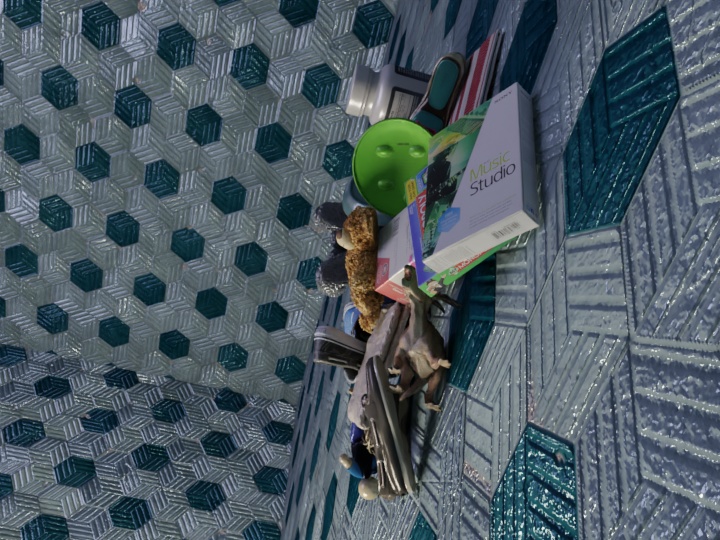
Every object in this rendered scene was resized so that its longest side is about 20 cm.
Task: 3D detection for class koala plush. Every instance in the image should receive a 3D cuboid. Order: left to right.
[{"bbox_3d":[0.012,-0.025,1.274,0.200,0.179,0.182,69,-162,-73],"label":"koala plush"}]

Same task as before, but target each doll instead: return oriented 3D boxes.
[{"bbox_3d":[0.008,0.305,1.155,0.135,0.048,0.205,-17,-73,-56],"label":"doll"}]

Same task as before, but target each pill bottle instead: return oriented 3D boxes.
[{"bbox_3d":[0.076,-0.318,1.235,0.120,0.195,0.123,-167,90,-83],"label":"pill bottle"}]

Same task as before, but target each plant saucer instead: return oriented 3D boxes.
[{"bbox_3d":[0.056,-0.156,1.178,0.203,0.195,0.028,-85,-21,-46],"label":"plant saucer"}]

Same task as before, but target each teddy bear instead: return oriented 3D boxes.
[{"bbox_3d":[0.000,0.000,1.049,0.147,0.065,0.203,-83,-12,-46],"label":"teddy bear"}]

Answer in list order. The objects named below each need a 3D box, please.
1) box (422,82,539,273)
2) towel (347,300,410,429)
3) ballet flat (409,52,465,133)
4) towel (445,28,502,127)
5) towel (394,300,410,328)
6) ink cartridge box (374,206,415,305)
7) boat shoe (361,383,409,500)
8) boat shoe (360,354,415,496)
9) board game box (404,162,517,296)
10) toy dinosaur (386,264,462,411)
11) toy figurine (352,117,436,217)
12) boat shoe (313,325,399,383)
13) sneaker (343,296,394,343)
[{"bbox_3d":[0.139,-0.111,0.776,0.143,0.036,0.204,-28,41,39],"label":"box"},{"bbox_3d":[0.025,0.147,1.043,0.133,0.034,0.204,139,150,-80],"label":"towel"},{"bbox_3d":[0.134,-0.285,1.148,0.062,0.067,0.202,-50,-10,-53],"label":"ballet flat"},{"bbox_3d":[0.181,-0.292,1.079,0.200,0.022,0.148,177,107,-81],"label":"towel"},{"bbox_3d":[0.082,0.072,1.169,0.200,0.048,0.151,124,163,-72],"label":"towel"},{"bbox_3d":[0.104,-0.049,0.947,0.199,0.066,0.119,-39,35,46],"label":"ink cartridge box"},{"bbox_3d":[0.036,0.271,1.060,0.203,0.072,0.075,-85,10,-47],"label":"boat shoe"},{"bbox_3d":[0.027,0.224,0.928,0.067,0.056,0.205,-38,-67,-78],"label":"boat shoe"},{"bbox_3d":[0.120,-0.081,0.837,0.134,0.029,0.203,-37,37,29],"label":"board game box"},{"bbox_3d":[0.092,0.102,0.911,0.203,0.084,0.137,87,-163,-46],"label":"toy dinosaur"},{"bbox_3d":[0.106,-0.186,1.060,0.184,0.195,0.154,-50,-41,-61],"label":"toy figurine"},{"bbox_3d":[-0.009,0.161,1.144,0.071,0.198,0.072,-7,62,53],"label":"boat shoe"},{"bbox_3d":[0.004,0.100,1.212,0.201,0.077,0.091,117,171,-62],"label":"sneaker"}]
